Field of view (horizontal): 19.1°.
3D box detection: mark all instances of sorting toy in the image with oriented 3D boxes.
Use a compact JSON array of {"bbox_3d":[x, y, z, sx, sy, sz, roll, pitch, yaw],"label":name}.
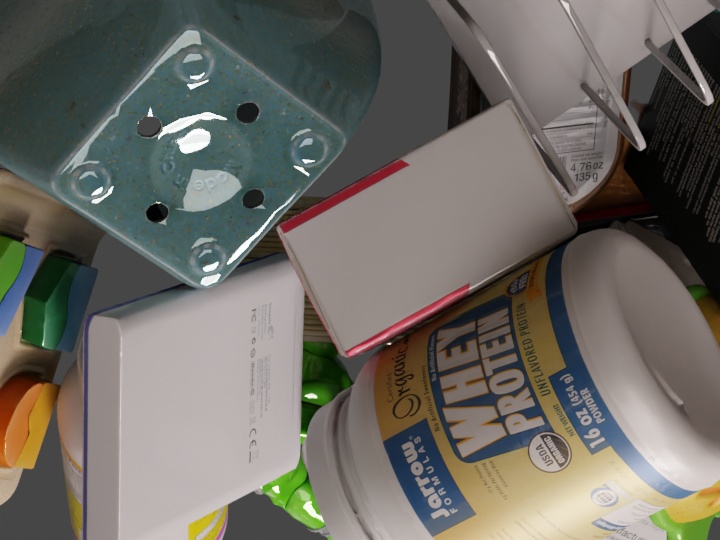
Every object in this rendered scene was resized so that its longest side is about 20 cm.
[{"bbox_3d":[-0.207,0.048,1.227,0.202,0.036,0.185,-67,163,0],"label":"sorting toy"}]

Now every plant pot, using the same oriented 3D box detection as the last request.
[{"bbox_3d":[-0.103,-0.105,1.163,0.195,0.201,0.196,34,109,-33],"label":"plant pot"}]

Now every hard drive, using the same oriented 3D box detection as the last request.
[{"bbox_3d":[-0.091,0.072,1.208,0.025,0.200,0.133,8,103,26],"label":"hard drive"}]

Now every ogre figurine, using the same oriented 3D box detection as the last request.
[{"bbox_3d":[-0.009,0.081,1.379,0.119,0.099,0.201,14,124,-33],"label":"ogre figurine"}]

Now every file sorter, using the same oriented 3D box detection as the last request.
[{"bbox_3d":[0.154,-0.160,1.209,0.199,0.125,0.139,-34,120,1],"label":"file sorter"}]

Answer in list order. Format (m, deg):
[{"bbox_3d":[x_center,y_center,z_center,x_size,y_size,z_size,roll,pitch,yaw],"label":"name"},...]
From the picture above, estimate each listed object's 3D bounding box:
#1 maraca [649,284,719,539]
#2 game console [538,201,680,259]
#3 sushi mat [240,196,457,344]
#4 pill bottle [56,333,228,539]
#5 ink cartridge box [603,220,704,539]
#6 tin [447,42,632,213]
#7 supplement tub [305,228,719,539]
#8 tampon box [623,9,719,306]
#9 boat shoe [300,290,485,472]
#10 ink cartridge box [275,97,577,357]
[{"bbox_3d":[0.201,0.099,1.307,0.106,0.137,0.201,13,139,29],"label":"maraca"},{"bbox_3d":[0.168,0.045,1.449,0.175,0.031,0.202,-11,124,-10],"label":"game console"},{"bbox_3d":[0.000,0.000,1.335,0.198,0.097,0.012,3,162,-18],"label":"sushi mat"},{"bbox_3d":[-0.132,0.106,1.315,0.103,0.105,0.201,-10,146,-11],"label":"pill bottle"},{"bbox_3d":[0.174,0.087,1.413,0.145,0.084,0.201,24,114,-26],"label":"ink cartridge box"},{"bbox_3d":[0.113,-0.120,1.320,0.111,0.042,0.202,-10,125,-16],"label":"tin"},{"bbox_3d":[0.085,0.083,1.135,0.199,0.145,0.145,-31,128,25],"label":"supplement tub"},{"bbox_3d":[0.276,-0.058,1.309,0.148,0.201,0.127,7,121,-20],"label":"tampon box"},{"bbox_3d":[0.045,0.085,1.266,0.200,0.066,0.072,-38,152,27],"label":"boat shoe"},{"bbox_3d":[0.038,-0.020,1.215,0.144,0.200,0.085,-28,88,1],"label":"ink cartridge box"}]
